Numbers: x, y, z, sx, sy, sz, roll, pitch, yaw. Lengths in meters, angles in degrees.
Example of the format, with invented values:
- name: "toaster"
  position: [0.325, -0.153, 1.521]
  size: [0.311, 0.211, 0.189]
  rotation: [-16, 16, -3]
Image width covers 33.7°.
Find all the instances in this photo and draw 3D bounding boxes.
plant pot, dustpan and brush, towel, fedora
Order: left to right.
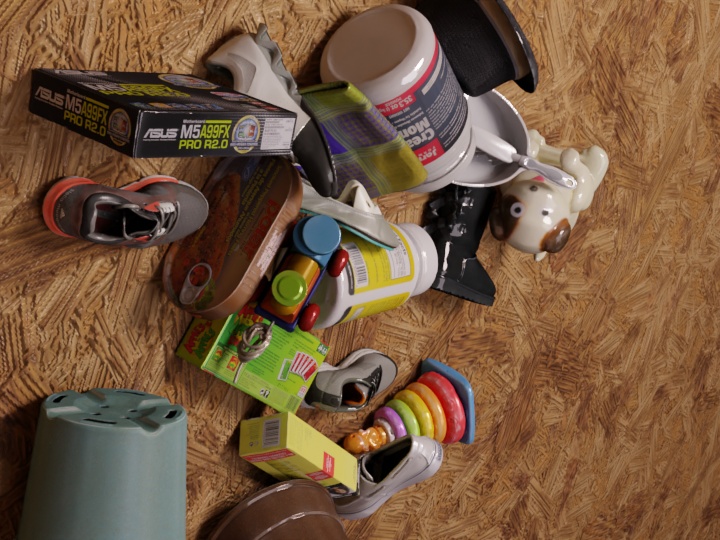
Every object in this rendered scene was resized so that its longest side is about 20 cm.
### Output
- name: "plant pot"
  position: [-0.258, 0.233, 1.215]
  size: [0.199, 0.199, 0.198]
  rotation: [-2, 102, -51]
- name: "plant pot"
  position: [-0.070, 0.401, 1.475]
  size: [0.199, 0.198, 0.202]
  rotation: [-21, 134, -24]
- name: "towel"
  position: [-0.022, -0.139, 1.352]
  size: [0.200, 0.142, 0.023]
  rotation: [47, 41, -48]
- name: "fedora"
  position: [0.129, -0.282, 1.449]
  size: [0.091, 0.201, 0.201]
  rotation: [-33, 138, -1]
- name: "dustpan and brush"
  position: [0.193, -0.155, 1.575]
  size: [0.199, 0.057, 0.141]
  rotation: [26, 86, -10]

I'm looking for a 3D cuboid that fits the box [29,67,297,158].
- name: "box"
  position: [-0.183, -0.149, 1.123]
  size: [0.199, 0.159, 0.045]
  rotation: [-7, 116, -49]

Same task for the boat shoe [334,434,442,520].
- name: "boat shoe"
  position: [0.020, 0.274, 1.620]
  size: [0.065, 0.074, 0.200]
  rotation: [30, 125, -34]

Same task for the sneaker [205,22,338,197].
- name: "sneaker"
  position: [-0.094, -0.152, 1.240]
  size: [0.088, 0.201, 0.074]
  rotation: [-28, 169, -13]

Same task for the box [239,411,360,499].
- name: "box"
  position: [-0.074, 0.241, 1.526]
  size: [0.200, 0.075, 0.051]
  rotation: [47, 37, -52]

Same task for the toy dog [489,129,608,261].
- name: "toy dog"
  position: [0.247, -0.094, 1.674]
  size: [0.200, 0.138, 0.195]
  rotation: [-45, 157, -63]

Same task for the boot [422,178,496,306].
- name: "boot"
  position: [0.152, -0.042, 1.682]
  size: [0.198, 0.073, 0.164]
  rotation: [19, 87, -55]

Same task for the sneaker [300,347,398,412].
- name: "sneaker"
  position: [-0.006, 0.154, 1.569]
  size: [0.199, 0.079, 0.075]
  rotation: [-9, 114, -55]

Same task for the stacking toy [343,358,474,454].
- name: "stacking toy"
  position: [0.060, 0.218, 1.685]
  size: [0.199, 0.116, 0.111]
  rotation: [-21, 122, -31]

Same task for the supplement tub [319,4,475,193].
- name: "supplement tub"
  position: [0.049, -0.199, 1.405]
  size: [0.141, 0.140, 0.200]
  rotation: [-55, 141, -16]

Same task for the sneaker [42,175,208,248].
- name: "sneaker"
  position: [-0.219, -0.049, 1.194]
  size: [0.199, 0.081, 0.078]
  rotation: [-6, 113, -50]

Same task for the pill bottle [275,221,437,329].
- name: "pill bottle"
  position: [0.000, 0.000, 1.469]
  size: [0.199, 0.114, 0.116]
  rotation: [-12, 118, -48]

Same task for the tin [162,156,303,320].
- name: "tin"
  position: [-0.135, -0.041, 1.278]
  size: [0.042, 0.111, 0.201]
  rotation: [39, 78, -51]

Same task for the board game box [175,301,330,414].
- name: "board game box"
  position: [-0.124, 0.095, 1.418]
  size: [0.200, 0.047, 0.102]
  rotation: [39, 76, -53]

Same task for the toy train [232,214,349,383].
- name: "toy train"
  position: [-0.083, 0.032, 1.289]
  size: [0.201, 0.084, 0.116]
  rotation: [-62, -178, -11]

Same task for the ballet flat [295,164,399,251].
- name: "ballet flat"
  position: [-0.030, -0.083, 1.368]
  size: [0.198, 0.067, 0.064]
  rotation: [21, 99, -23]
